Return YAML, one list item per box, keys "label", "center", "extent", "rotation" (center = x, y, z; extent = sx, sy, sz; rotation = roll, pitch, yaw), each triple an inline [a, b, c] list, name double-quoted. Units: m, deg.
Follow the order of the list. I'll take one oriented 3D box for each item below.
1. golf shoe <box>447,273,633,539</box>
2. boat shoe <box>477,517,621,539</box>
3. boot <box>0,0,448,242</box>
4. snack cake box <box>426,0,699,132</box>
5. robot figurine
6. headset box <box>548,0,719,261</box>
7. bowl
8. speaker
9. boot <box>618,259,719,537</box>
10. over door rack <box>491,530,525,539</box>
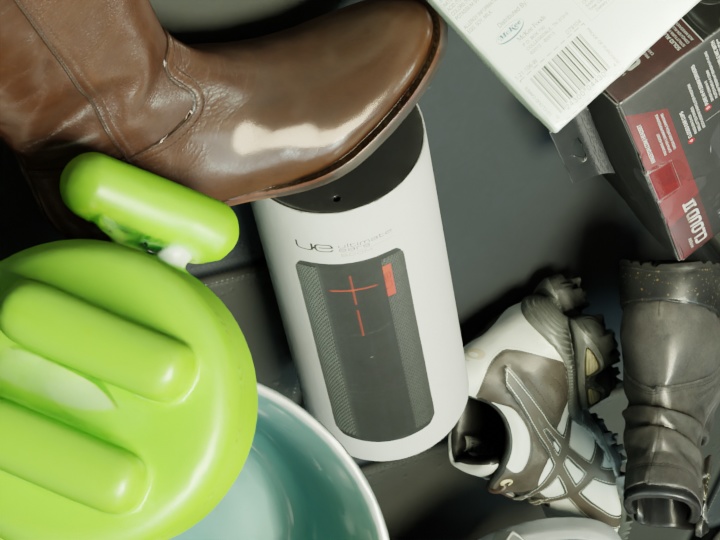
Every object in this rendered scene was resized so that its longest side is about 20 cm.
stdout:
- label: "golf shoe"
  center: [0.087, 0.089, 1.325]
  extent: [0.094, 0.078, 0.200]
  rotation: [-25, 134, -13]
- label: "boat shoe"
  center: [0.050, 0.195, 1.319]
  extent: [0.200, 0.062, 0.072]
  rotation: [-26, 121, 9]
- label: "boot"
  center: [-0.072, -0.097, 0.960]
  extent: [0.186, 0.064, 0.200]
  rotation: [-35, 142, -2]
- label: "snack cake box"
  center: [0.107, -0.165, 0.989]
  extent: [0.200, 0.067, 0.115]
  rotation: [-42, 102, 6]
- label: "robot figurine"
  center: [-0.098, 0.049, 0.958]
  extent: [0.200, 0.116, 0.176]
  rotation: [52, 58, -86]
- label: "headset box"
  center: [0.175, -0.107, 1.163]
  extent: [0.200, 0.077, 0.149]
  rotation: [-36, 147, -1]
- label: "bowl"
  center: [-0.087, 0.128, 1.125]
  extent: [0.201, 0.201, 0.105]
  rotation: [-41, -172, 4]
- label: "speaker"
  center: [0.000, 0.000, 1.125]
  extent: [0.081, 0.081, 0.200]
  rotation: [-29, 146, -13]
- label: "boot"
  center: [0.162, 0.070, 1.285]
  extent: [0.070, 0.132, 0.200]
  rotation: [0, 173, 21]
- label: "over door rack"
  center: [-0.028, 0.177, 1.241]
  extent: [0.200, 0.148, 0.067]
  rotation: [-37, 110, -29]
